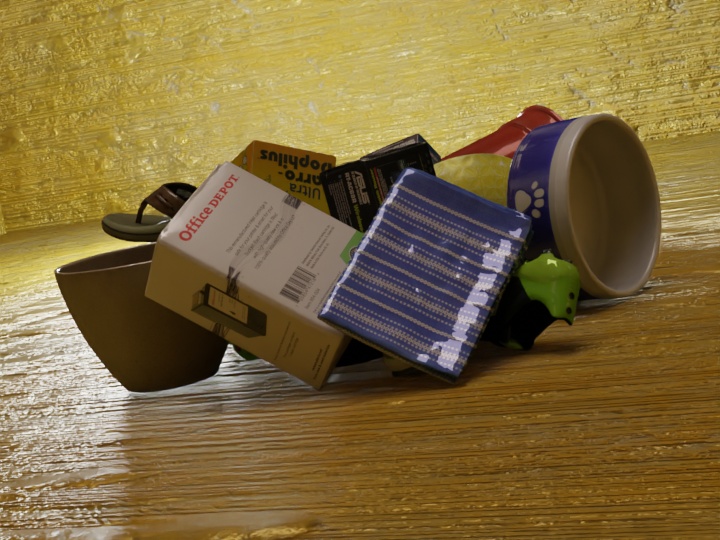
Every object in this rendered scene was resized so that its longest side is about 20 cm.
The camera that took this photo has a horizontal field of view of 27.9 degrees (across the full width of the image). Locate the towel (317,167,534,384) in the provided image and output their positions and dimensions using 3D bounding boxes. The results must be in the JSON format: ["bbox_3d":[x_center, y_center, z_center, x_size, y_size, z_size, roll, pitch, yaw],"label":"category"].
[{"bbox_3d":[0.066,-0.002,1.357,0.145,0.024,0.200,25,57,8],"label":"towel"}]

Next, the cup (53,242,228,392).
[{"bbox_3d":[-0.215,0.049,1.551,0.200,0.144,0.200,-10,7,1],"label":"cup"}]

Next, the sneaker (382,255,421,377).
[{"bbox_3d":[0.065,0.002,1.396,0.077,0.089,0.200,-13,38,50],"label":"sneaker"}]

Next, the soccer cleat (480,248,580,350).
[{"bbox_3d":[0.135,0.045,1.419,0.067,0.081,0.200,23,-31,-29],"label":"soccer cleat"}]

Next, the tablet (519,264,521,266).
[{"bbox_3d":[0.164,-0.008,1.595,0.014,0.130,0.200,34,32,26],"label":"tablet"}]

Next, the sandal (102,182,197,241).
[{"bbox_3d":[-0.187,-0.069,1.566,0.201,0.057,0.080,-8,8,24],"label":"sandal"}]

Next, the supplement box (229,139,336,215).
[{"bbox_3d":[-0.118,-0.068,1.753,0.109,0.110,0.200,9,-18,-23],"label":"supplement box"}]

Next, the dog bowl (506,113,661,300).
[{"bbox_3d":[0.246,-0.067,1.579,0.079,0.201,0.200,-6,9,40],"label":"dog bowl"}]

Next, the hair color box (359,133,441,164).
[{"bbox_3d":[0.049,-0.075,1.900,0.100,0.200,0.061,-21,-43,28],"label":"hair color box"}]

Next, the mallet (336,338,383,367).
[{"bbox_3d":[-0.044,0.078,1.535,0.066,0.041,0.200,-12,4,-32],"label":"mallet"}]

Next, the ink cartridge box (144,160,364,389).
[{"bbox_3d":[-0.088,0.002,1.416,0.200,0.084,0.146,28,44,5],"label":"ink cartridge box"}]

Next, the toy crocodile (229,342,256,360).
[{"bbox_3d":[-0.144,0.060,1.635,0.200,0.062,0.067,-5,22,39],"label":"toy crocodile"}]

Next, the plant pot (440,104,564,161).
[{"bbox_3d":[0.192,-0.106,2.018,0.195,0.201,0.201,-22,12,-22],"label":"plant pot"}]

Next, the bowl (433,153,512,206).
[{"bbox_3d":[0.132,-0.031,1.727,0.200,0.200,0.108,-12,51,-9],"label":"bowl"}]

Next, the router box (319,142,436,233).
[{"bbox_3d":[0.041,-0.030,1.578,0.062,0.200,0.150,-14,4,31],"label":"router box"}]
